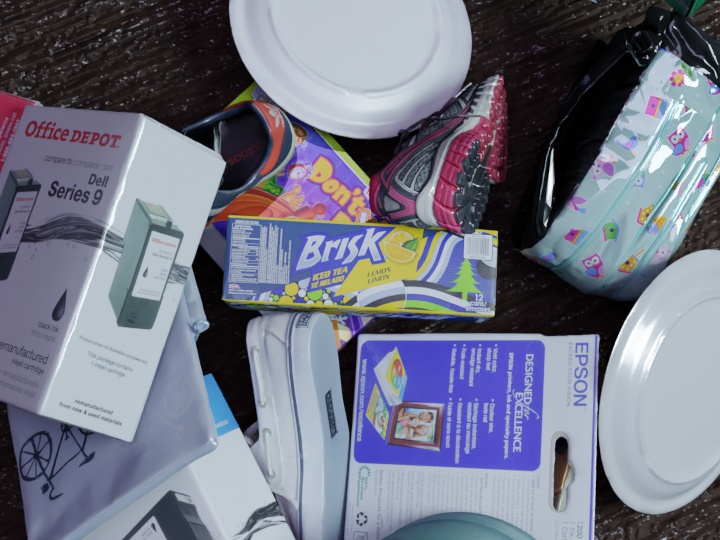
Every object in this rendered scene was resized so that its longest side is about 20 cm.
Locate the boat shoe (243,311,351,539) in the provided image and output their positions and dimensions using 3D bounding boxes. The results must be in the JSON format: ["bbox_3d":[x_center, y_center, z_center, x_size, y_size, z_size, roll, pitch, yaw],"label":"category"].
[{"bbox_3d":[-0.059,0.129,0.959,0.085,0.075,0.205,1,110,21],"label":"boat shoe"}]

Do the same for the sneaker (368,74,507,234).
[{"bbox_3d":[0.066,-0.094,0.957,0.074,0.200,0.082,4,115,19],"label":"sneaker"}]

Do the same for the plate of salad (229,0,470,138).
[{"bbox_3d":[-0.008,-0.193,1.020,0.197,0.048,0.203,6,68,-15],"label":"plate of salad"}]

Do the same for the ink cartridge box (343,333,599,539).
[{"bbox_3d":[0.084,0.148,0.940,0.198,0.043,0.201,-2,78,29],"label":"ink cartridge box"}]

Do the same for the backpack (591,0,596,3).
[{"bbox_3d":[0.175,-0.292,1.001,0.197,0.165,0.155,8,39,11],"label":"backpack"}]

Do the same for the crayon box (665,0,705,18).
[{"bbox_3d":[0.201,-0.291,0.894,0.119,0.058,0.200,-42,79,-5],"label":"crayon box"}]

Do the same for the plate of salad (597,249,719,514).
[{"bbox_3d":[0.236,0.082,0.956,0.198,0.048,0.203,-13,111,-37],"label":"plate of salad"}]

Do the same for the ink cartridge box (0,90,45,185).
[{"bbox_3d":[-0.332,-0.070,0.962,0.198,0.083,0.147,17,81,18],"label":"ink cartridge box"}]

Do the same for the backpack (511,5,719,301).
[{"bbox_3d":[0.200,-0.081,0.969,0.126,0.167,0.202,28,89,1],"label":"backpack"}]

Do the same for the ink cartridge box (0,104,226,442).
[{"bbox_3d":[-0.192,-0.004,0.866,0.145,0.084,0.203,10,78,42],"label":"ink cartridge box"}]

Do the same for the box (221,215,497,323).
[{"bbox_3d":[0.000,0.000,0.945,0.197,0.070,0.065,4,84,-1],"label":"box"}]

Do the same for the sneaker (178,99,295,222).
[{"bbox_3d":[-0.137,-0.059,0.942,0.200,0.085,0.075,-41,85,-1],"label":"sneaker"}]

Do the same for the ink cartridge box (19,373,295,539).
[{"bbox_3d":[-0.133,0.200,0.925,0.144,0.084,0.202,-31,83,23],"label":"ink cartridge box"}]

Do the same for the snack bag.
[{"bbox_3d":[-0.175,0.081,0.888,0.188,0.021,0.202,-36,53,22],"label":"snack bag"}]

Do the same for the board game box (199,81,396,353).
[{"bbox_3d":[-0.054,-0.037,1.008,0.134,0.045,0.200,-42,85,-7],"label":"board game box"}]

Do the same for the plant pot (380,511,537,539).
[{"bbox_3d":[0.044,0.266,0.841,0.198,0.134,0.203,-3,83,28],"label":"plant pot"}]

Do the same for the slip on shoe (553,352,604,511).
[{"bbox_3d":[0.137,0.151,0.976,0.075,0.060,0.202,15,79,32],"label":"slip on shoe"}]
